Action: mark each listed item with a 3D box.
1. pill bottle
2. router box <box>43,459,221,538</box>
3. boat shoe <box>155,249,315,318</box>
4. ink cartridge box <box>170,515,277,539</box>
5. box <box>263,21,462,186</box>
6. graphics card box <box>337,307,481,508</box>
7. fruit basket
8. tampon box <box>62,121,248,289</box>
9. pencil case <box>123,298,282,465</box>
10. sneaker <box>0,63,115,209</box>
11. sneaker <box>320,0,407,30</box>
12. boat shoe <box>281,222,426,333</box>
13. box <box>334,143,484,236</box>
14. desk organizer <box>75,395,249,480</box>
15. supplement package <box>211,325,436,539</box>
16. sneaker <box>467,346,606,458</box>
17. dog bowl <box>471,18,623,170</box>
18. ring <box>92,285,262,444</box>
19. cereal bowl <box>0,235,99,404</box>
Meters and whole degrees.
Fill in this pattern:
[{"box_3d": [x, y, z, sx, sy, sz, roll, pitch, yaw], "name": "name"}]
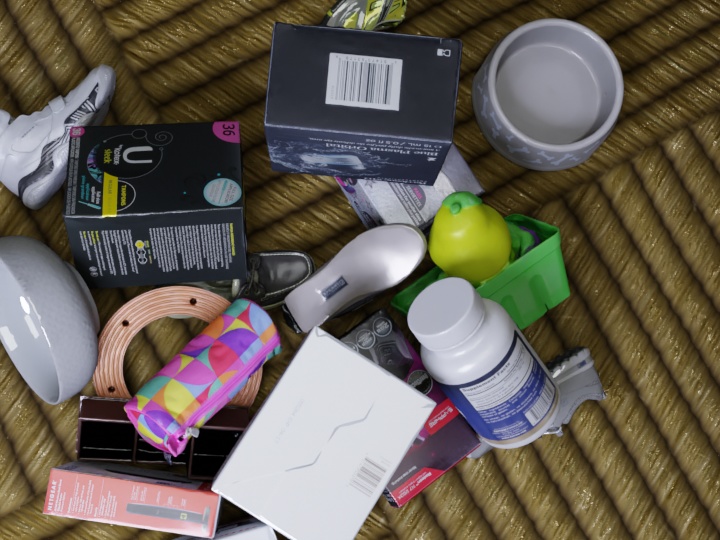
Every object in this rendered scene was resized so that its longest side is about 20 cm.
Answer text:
[{"box_3d": [0.135, 0.101, 1.309, 0.111, 0.111, 0.200, -45, 126, -10], "name": "pill bottle"}, {"box_3d": [-0.244, 0.252, 1.307, 0.179, 0.200, 0.049, 10, 83, -4], "name": "router box"}, {"box_3d": [-0.151, 0.016, 1.421, 0.201, 0.066, 0.072, -11, 83, -6], "name": "boat shoe"}, {"box_3d": [-0.158, 0.333, 1.302, 0.145, 0.200, 0.083, -15, 83, -8], "name": "ink cartridge box"}, {"box_3d": [0.000, -0.176, 1.282, 0.197, 0.200, 0.118, 5, 82, -1], "name": "box"}, {"box_3d": [0.032, 0.158, 1.352, 0.125, 0.051, 0.200, -35, 88, -14], "name": "graphics card box"}, {"box_3d": [0.132, -0.012, 1.393, 0.215, 0.156, 0.216, -4, 102, -19], "name": "fruit basket"}, {"box_3d": [-0.235, -0.079, 1.371, 0.200, 0.126, 0.150, -4, 50, -6], "name": "tampon box"}, {"box_3d": [-0.171, 0.121, 1.310, 0.088, 0.088, 0.200, 41, 60, 2], "name": "pencil case"}, {"box_3d": [-0.388, -0.184, 1.425, 0.115, 0.075, 0.200, 31, 83, -3], "name": "sneaker"}, {"box_3d": [0.037, -0.357, 1.501, 0.076, 0.075, 0.200, 44, 90, -5], "name": "sneaker"}, {"box_3d": [0.000, 0.000, 1.390, 0.200, 0.093, 0.075, -30, 91, 21], "name": "boat shoe"}, {"box_3d": [0.038, -0.136, 1.438, 0.132, 0.115, 0.200, -32, 85, -10], "name": "box"}, {"box_3d": [-0.229, 0.196, 1.360, 0.200, 0.077, 0.072, 5, 100, -11], "name": "desk organizer"}, {"box_3d": [-0.041, 0.185, 1.256, 0.156, 0.111, 0.200, 33, 83, -2], "name": "supplement package"}, {"box_3d": [0.215, 0.177, 1.426, 0.200, 0.075, 0.082, -33, 93, -5], "name": "sneaker"}, {"box_3d": [0.245, -0.231, 1.502, 0.200, 0.059, 0.200, 1, 81, -5], "name": "dog bowl"}, {"box_3d": [-0.217, 0.114, 1.394, 0.200, 0.019, 0.201, -2, 103, -10], "name": "ring"}, {"box_3d": [-0.358, 0.047, 1.340, 0.083, 0.200, 0.200, -28, 84, -29], "name": "cereal bowl"}]
